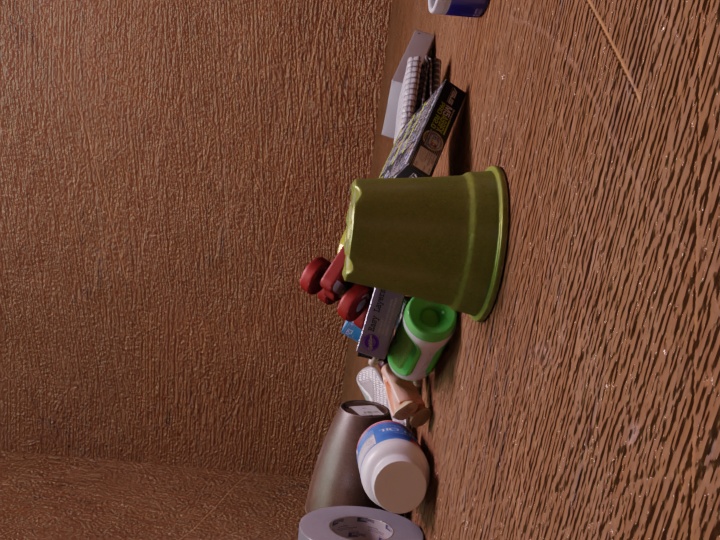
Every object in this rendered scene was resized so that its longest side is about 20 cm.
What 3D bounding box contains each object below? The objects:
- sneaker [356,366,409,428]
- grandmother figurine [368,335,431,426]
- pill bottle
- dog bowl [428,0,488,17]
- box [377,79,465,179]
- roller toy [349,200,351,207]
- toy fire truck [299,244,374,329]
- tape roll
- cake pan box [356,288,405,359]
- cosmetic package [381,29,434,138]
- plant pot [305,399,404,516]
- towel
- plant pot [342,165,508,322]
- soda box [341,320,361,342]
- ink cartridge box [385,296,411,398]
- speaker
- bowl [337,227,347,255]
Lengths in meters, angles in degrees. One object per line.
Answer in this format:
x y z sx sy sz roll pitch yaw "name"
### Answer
0.067 0.292 1.577 0.118 0.074 0.201 54 -176 -40 "sneaker"
0.054 0.171 1.339 0.121 0.060 0.200 41 -162 -40 "grandmother figurine"
0.054 0.321 1.264 0.200 0.112 0.113 -143 59 -84 "pill bottle"
0.159 -0.493 1.188 0.200 0.078 0.201 -175 90 -86 "dog bowl"
0.088 -0.193 1.269 0.160 0.044 0.201 -43 20 55 "box"
0.046 -0.081 1.759 0.200 0.139 0.183 55 -143 -80 "roller toy"
0.000 0.000 1.354 0.168 0.112 0.200 -55 -23 -1 "toy fire truck"
-0.001 0.441 1.234 0.200 0.199 0.067 -137 52 -85 "tape roll"
0.043 0.044 1.224 0.184 0.052 0.201 38 -112 -85 "cake pan box"
0.106 -0.410 1.715 0.151 0.051 0.201 98 -169 -51 "cosmetic package"
0.000 0.350 1.437 0.187 0.186 0.201 -107 23 -80 "plant pot"
0.116 -0.301 1.519 0.200 0.085 0.166 102 174 -71 "towel"
0.073 -0.043 0.994 0.200 0.183 0.202 -174 90 -87 "plant pot"
0.042 0.049 1.492 0.200 0.068 0.064 -58 4 27 "soda box"
0.088 0.152 1.468 0.146 0.048 0.201 -149 65 -85 "ink cartridge box"
0.093 0.106 1.211 0.200 0.088 0.089 103 172 -62 "speaker"
0.058 -0.019 1.572 0.107 0.200 0.201 9 94 44 "bowl"
